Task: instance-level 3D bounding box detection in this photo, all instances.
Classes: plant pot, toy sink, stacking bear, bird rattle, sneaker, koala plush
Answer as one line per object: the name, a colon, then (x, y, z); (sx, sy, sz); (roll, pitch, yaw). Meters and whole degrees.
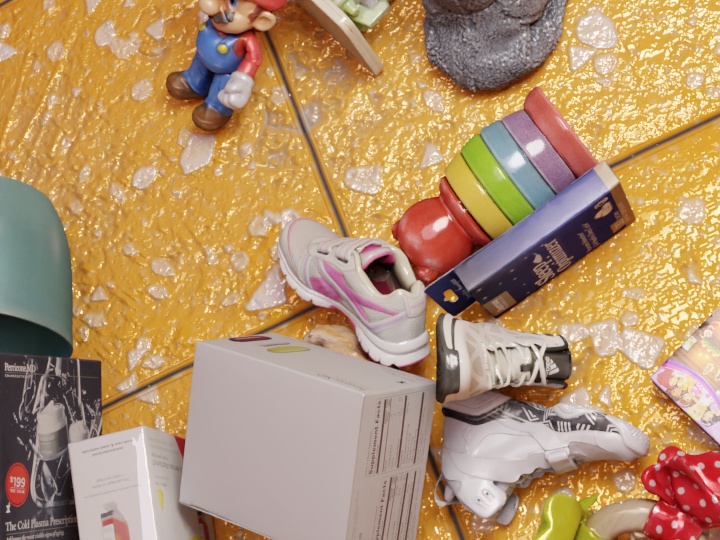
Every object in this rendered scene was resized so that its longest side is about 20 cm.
plant pot: (-0.387, -0.002, 1.477); (0.200, 0.201, 0.162); (-6, 66, 17)
toy sink: (-0.024, -0.318, 1.471); (0.112, 0.130, 0.200); (-45, 66, 2)
stacking bear: (0.123, -0.071, 1.373); (0.200, 0.114, 0.122); (-38, 67, 10)
bird rattle: (0.248, 0.245, 1.264); (0.199, 0.113, 0.164); (-17, 92, 10)
sneaker: (0.130, 0.074, 1.283); (0.115, 0.200, 0.076); (1, 94, 11)
sneaker: (0.000, 0.000, 1.381); (0.200, 0.081, 0.089); (38, 132, 29)
koala plush: (0.110, -0.285, 1.379); (0.177, 0.200, 0.185); (7, 78, 19)
sneaker: (0.159, 0.177, 1.311); (0.199, 0.075, 0.115); (8, 79, 25)

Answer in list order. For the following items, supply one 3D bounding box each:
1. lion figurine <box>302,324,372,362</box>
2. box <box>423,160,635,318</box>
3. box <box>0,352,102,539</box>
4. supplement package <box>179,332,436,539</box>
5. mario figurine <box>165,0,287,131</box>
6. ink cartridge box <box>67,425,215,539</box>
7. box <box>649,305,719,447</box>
lion figurine: (-0.016, 0.153, 1.376); (0.122, 0.072, 0.201); (6, 82, 30)
box: (0.159, -0.016, 1.335); (0.200, 0.121, 0.032); (-35, 69, 7)
box: (-0.339, 0.175, 1.392); (0.104, 0.200, 0.183); (-5, 84, 18)
supplement package: (-0.050, 0.155, 1.299); (0.199, 0.111, 0.157); (14, 101, 36)
mario figurine: (-0.150, -0.239, 1.458); (0.123, 0.106, 0.200); (25, 129, -3)
ink cartridge box: (-0.198, 0.261, 1.366); (0.083, 0.145, 0.201); (-14, 72, 13)
box: (0.375, 0.116, 1.272); (0.137, 0.039, 0.200); (-46, 67, 3)
